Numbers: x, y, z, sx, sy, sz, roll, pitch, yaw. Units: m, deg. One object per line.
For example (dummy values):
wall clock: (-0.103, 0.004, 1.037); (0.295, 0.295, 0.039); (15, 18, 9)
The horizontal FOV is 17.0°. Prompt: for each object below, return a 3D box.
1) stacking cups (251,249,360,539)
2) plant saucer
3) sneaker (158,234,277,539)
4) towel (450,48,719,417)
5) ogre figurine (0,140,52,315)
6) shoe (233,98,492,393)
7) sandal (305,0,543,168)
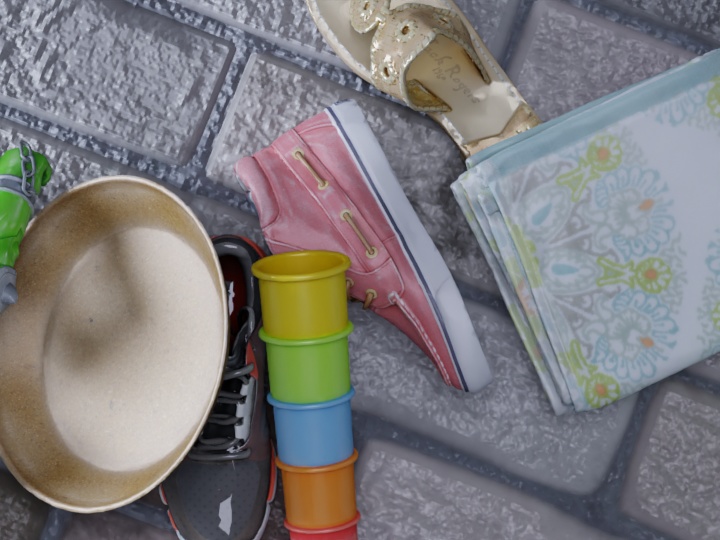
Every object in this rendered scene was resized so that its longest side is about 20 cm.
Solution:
stacking cups: (-0.026, 0.090, 1.435); (0.060, 0.061, 0.201); (-6, 107, -2)
plant saucer: (-0.145, 0.045, 1.433); (0.199, 0.035, 0.202); (-9, 75, 36)
sneaker: (-0.089, 0.073, 1.446); (0.077, 0.082, 0.201); (-1, 81, -2)
towel: (0.174, -0.024, 1.473); (0.199, 0.048, 0.172); (-24, 95, -8)
ogre figurine: (-0.278, -0.003, 1.441); (0.199, 0.098, 0.120); (-5, 46, -16)
shoe: (0.000, 0.000, 1.469); (0.091, 0.071, 0.201); (-27, 78, -3)
sandal: (0.050, -0.128, 1.486); (0.078, 0.070, 0.212); (-42, 84, -7)
